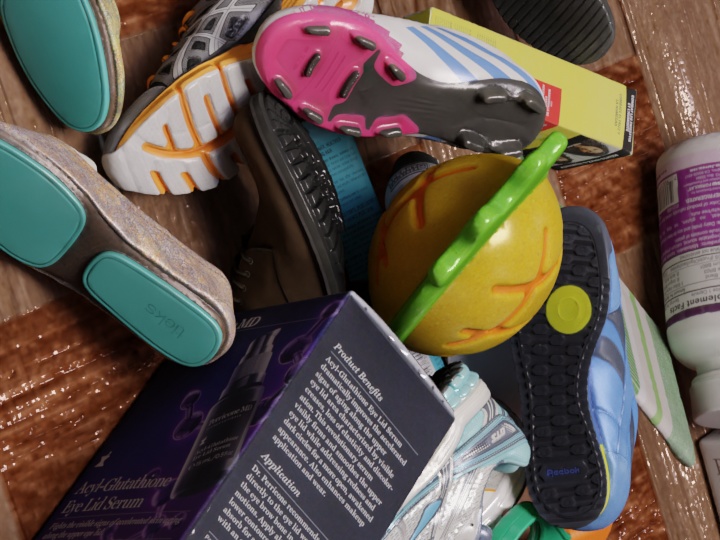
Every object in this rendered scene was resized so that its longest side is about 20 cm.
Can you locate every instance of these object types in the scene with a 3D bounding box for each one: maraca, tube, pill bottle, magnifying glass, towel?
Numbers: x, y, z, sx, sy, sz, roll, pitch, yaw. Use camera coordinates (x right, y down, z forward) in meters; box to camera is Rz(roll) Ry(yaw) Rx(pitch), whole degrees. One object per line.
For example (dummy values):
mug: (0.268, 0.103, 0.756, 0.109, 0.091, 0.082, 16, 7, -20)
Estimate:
maraca: (0.065, -0.015, 1.120, 0.107, 0.200, 0.137, 38, 72, 4)
tube: (0.000, 0.000, 1.211, 0.077, 0.050, 0.201, -29, 99, -48)
pill bottle: (0.274, 0.009, 1.401, 0.112, 0.112, 0.201, 12, 69, -41)
magnifying glass: (0.119, 0.180, 1.260, 0.200, 0.022, 0.080, -4, 116, -61)
towel: (0.156, 0.025, 1.315, 0.200, 0.023, 0.153, 48, 20, -27)

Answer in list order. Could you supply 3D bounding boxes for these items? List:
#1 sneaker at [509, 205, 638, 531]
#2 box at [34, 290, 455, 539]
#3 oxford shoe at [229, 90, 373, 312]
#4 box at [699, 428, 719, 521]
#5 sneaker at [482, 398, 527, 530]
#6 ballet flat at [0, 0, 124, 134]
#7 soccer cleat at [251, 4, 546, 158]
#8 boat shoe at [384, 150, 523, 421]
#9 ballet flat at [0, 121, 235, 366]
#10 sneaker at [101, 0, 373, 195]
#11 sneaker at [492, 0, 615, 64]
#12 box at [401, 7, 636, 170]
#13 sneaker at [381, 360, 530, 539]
sneaker: (0.138, 0.061, 1.212, 0.078, 0.066, 0.201, 1, 86, -62)
box: (-0.067, 0.121, 1.060, 0.104, 0.148, 0.200, 50, 53, -23)
oxford shoe: (-0.046, -0.007, 1.133, 0.073, 0.084, 0.201, -79, 155, -65)
box: (0.401, 0.167, 1.443, 0.200, 0.199, 0.172, -20, 96, -42)
sneaker: (0.032, 0.141, 1.199, 0.092, 0.076, 0.200, 49, 53, -20)
ballet flat: (-0.176, -0.173, 1.068, 0.071, 0.071, 0.200, -43, 111, -38)
soccer cleat: (0.017, -0.117, 1.147, 0.199, 0.086, 0.070, 14, 116, -30)
boat shoe: (0.071, 0.010, 1.261, 0.057, 0.068, 0.201, -97, 164, -65)
ballet flat: (-0.149, -0.024, 1.064, 0.200, 0.068, 0.067, 43, 28, -17)
sneaker: (-0.080, -0.120, 1.140, 0.200, 0.077, 0.078, -43, 143, -23)
sneaker: (0.108, -0.229, 1.303, 0.200, 0.074, 0.089, 48, 42, -2)
box: (0.092, -0.118, 1.294, 0.200, 0.075, 0.050, 17, 72, -41)
sneaker: (0.030, 0.151, 1.120, 0.086, 0.078, 0.200, 41, 70, -8)
